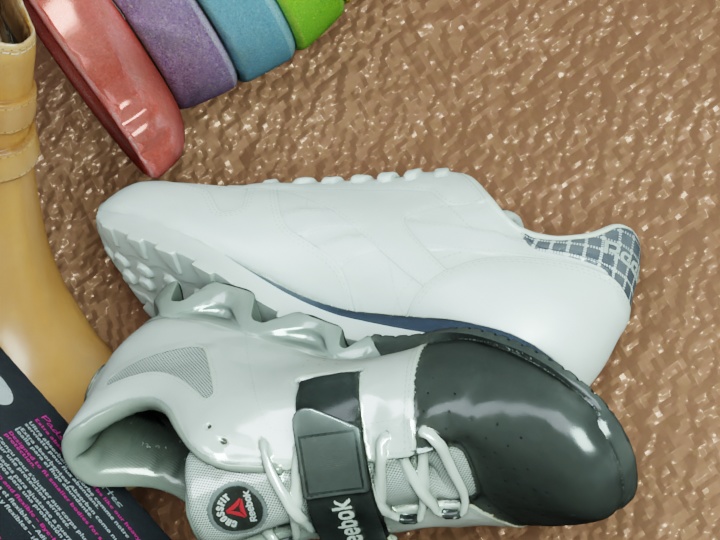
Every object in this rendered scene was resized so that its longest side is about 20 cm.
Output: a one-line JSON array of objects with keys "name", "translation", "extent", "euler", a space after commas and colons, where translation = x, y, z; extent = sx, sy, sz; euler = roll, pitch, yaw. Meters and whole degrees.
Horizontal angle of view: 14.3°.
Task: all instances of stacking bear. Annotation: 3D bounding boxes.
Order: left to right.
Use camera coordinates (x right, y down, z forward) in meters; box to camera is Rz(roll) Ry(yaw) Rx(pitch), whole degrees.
[{"name": "stacking bear", "translation": [-0.030, -0.139, 1.046], "extent": [0.200, 0.114, 0.122], "euler": [-36, 93, -5]}]

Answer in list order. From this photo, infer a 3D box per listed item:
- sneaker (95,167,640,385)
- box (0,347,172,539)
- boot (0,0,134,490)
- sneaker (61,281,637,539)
[{"name": "sneaker", "translation": [0.000, 0.000, 0.995], "extent": [0.200, 0.076, 0.081], "euler": [18, 67, 26]}, {"name": "box", "translation": [-0.180, 0.079, 0.956], "extent": [0.200, 0.115, 0.132], "euler": [48, 114, 8]}, {"name": "boot", "translation": [-0.132, -0.026, 0.999], "extent": [0.200, 0.074, 0.155], "euler": [40, 134, 13]}, {"name": "sneaker", "translation": [-0.008, 0.063, 0.916], "extent": [0.200, 0.074, 0.089], "euler": [8, 40, 36]}]
